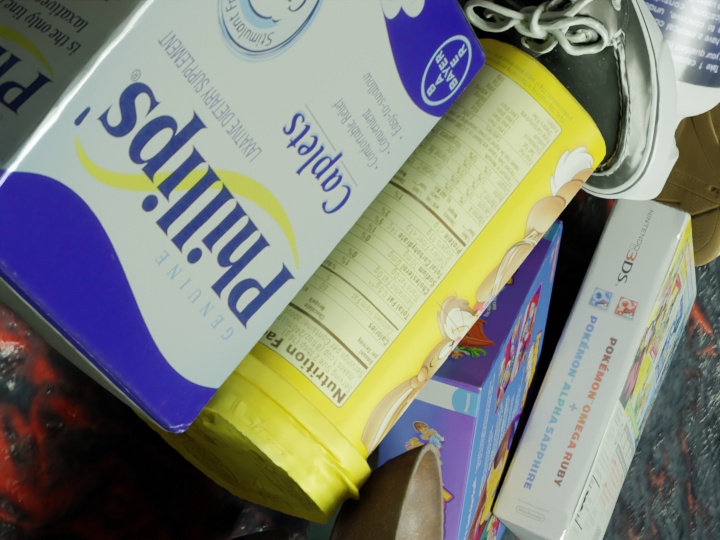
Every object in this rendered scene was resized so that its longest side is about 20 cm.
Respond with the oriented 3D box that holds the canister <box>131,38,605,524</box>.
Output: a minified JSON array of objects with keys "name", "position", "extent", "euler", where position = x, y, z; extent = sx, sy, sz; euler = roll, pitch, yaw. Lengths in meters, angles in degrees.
[{"name":"canister","position":[0.000,0.000,0.898],"extent":[0.087,0.148,0.200],"euler":[44,74,-18]}]

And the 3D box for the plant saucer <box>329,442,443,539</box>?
[{"name":"plant saucer","position":[0.004,0.171,0.879],"extent":[0.200,0.034,0.202],"euler":[5,90,-80]}]

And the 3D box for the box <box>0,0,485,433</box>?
[{"name":"box","position":[-0.072,-0.071,0.770],"extent":[0.200,0.105,0.184],"euler":[-51,148,-9]}]

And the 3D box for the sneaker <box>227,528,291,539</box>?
[{"name":"sneaker","position":[-0.055,0.194,0.965],"extent":[0.073,0.116,0.200],"euler":[-18,-173,8]}]

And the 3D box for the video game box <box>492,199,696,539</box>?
[{"name":"video game box","position":[0.133,0.067,1.153],"extent":[0.183,0.047,0.200],"euler":[-65,166,-8]}]

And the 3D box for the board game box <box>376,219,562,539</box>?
[{"name":"board game box","position":[0.048,0.085,1.037],"extent":[0.135,0.045,0.201],"euler":[-58,160,-49]}]

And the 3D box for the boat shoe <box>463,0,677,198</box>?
[{"name":"boat shoe","position":[0.085,-0.122,0.902],"extent":[0.068,0.073,0.201],"euler":[-36,120,-57]}]

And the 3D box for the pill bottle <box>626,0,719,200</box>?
[{"name":"pill bottle","position":[0.137,-0.143,0.982],"extent":[0.115,0.115,0.201],"euler":[-3,120,-53]}]

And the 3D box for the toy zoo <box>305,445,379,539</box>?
[{"name":"toy zoo","position":[0.012,0.077,1.027],"extent":[0.200,0.020,0.132],"euler":[-56,158,-50]}]

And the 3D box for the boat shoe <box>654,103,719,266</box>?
[{"name":"boat shoe","position":[0.213,-0.101,1.178],"extent":[0.069,0.071,0.201],"euler":[-29,143,-48]}]
